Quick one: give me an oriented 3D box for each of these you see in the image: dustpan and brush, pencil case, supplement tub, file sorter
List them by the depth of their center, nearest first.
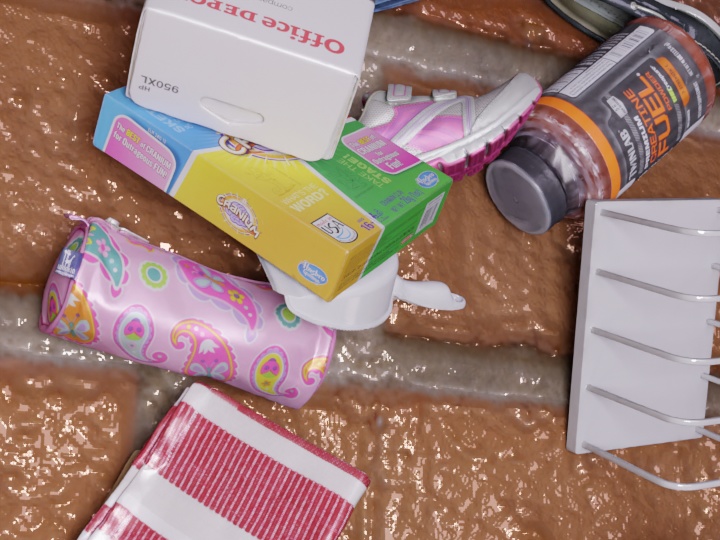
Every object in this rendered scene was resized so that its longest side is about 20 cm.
[{"bbox_3d":[-0.115,0.028,0.870,0.198,0.087,0.089,20,67,-21],"label":"pencil case"},{"bbox_3d":[0.000,0.000,0.903,0.197,0.058,0.140,4,36,-30],"label":"dustpan and brush"},{"bbox_3d":[0.258,0.052,1.003,0.137,0.124,0.204,-3,101,-29],"label":"file sorter"},{"bbox_3d":[0.193,-0.114,1.058,0.199,0.107,0.107,-40,96,-22],"label":"supplement tub"}]

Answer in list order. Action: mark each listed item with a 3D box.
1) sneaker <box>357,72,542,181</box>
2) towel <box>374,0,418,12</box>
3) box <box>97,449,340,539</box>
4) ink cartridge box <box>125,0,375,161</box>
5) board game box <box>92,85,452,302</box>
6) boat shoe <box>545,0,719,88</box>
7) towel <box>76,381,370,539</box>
[{"bbox_3d":[0.044,-0.106,0.973,0.198,0.081,0.089,-28,82,-10],"label":"sneaker"},{"bbox_3d":[-0.013,-0.255,1.026,0.198,0.048,0.113,-23,83,-30],"label":"towel"},{"bbox_3d":[-0.120,0.228,0.797,0.161,0.021,0.202,20,62,17],"label":"box"},{"bbox_3d":[-0.062,-0.188,0.871,0.142,0.085,0.202,16,50,-7],"label":"ink cartridge box"},{"bbox_3d":[-0.056,-0.073,0.874,0.199,0.041,0.153,33,34,15],"label":"board game box"},{"bbox_3d":[0.245,-0.213,1.144,0.198,0.076,0.061,31,62,-4],"label":"boat shoe"},{"bbox_3d":[-0.102,0.177,0.801,0.143,0.023,0.201,26,64,19],"label":"towel"}]
